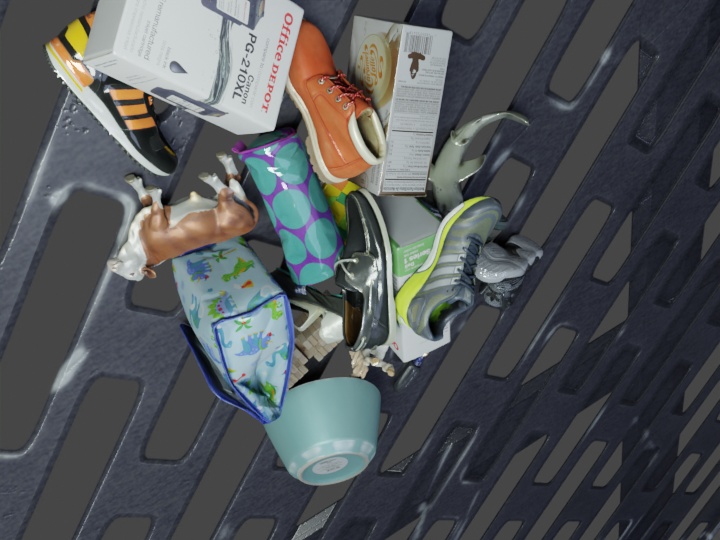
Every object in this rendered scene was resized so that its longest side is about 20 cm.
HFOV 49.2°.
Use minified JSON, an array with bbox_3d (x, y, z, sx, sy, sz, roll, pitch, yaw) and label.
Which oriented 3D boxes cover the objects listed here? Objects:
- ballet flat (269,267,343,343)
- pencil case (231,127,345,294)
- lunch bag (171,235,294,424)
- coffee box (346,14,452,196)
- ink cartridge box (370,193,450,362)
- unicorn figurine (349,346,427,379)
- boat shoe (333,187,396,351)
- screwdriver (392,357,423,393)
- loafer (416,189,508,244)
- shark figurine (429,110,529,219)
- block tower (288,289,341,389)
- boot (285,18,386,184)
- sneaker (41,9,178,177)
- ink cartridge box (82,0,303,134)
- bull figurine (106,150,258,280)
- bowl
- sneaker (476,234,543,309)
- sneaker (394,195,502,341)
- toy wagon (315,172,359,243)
[{"bbox_3d":[-0.053,0.060,1.087,0.069,0.197,0.068,-63,153,-17],"label":"ballet flat"},{"bbox_3d":[-0.085,-0.078,1.006,0.085,0.091,0.203,-49,126,-48],"label":"pencil case"},{"bbox_3d":[-0.164,0.081,1.039,0.125,0.170,0.203,-23,133,-18],"label":"lunch bag"},{"bbox_3d":[0.038,-0.206,0.989,0.078,0.114,0.205,-3,112,-32],"label":"coffee box"},{"bbox_3d":[0.053,0.002,1.092,0.083,0.145,0.203,-22,131,-20],"label":"ink cartridge box"},{"bbox_3d":[0.069,0.097,1.253,0.195,0.138,0.075,-13,117,-1],"label":"unicorn figurine"},{"bbox_3d":[0.000,0.000,0.987,0.066,0.071,0.205,-9,98,-26],"label":"boat shoe"},{"bbox_3d":[0.116,0.128,1.361,0.029,0.028,0.202,27,103,-13],"label":"screwdriver"},{"bbox_3d":[0.149,-0.073,1.215,0.197,0.072,0.064,8,122,-39],"label":"loafer"},{"bbox_3d":[0.153,-0.166,1.164,0.216,0.127,0.090,-56,161,-12],"label":"shark figurine"},{"bbox_3d":[-0.094,0.117,1.192,0.199,0.054,0.058,-42,135,-3],"label":"block tower"},{"bbox_3d":[-0.029,-0.210,0.937,0.074,0.106,0.204,-29,104,-36],"label":"boot"},{"bbox_3d":[-0.248,-0.190,0.862,0.090,0.070,0.201,-39,132,1],"label":"sneaker"},{"bbox_3d":[-0.169,-0.249,0.828,0.198,0.083,0.148,19,82,-42],"label":"ink cartridge box"},{"bbox_3d":[-0.224,-0.064,0.969,0.196,0.065,0.123,-20,130,-17],"label":"bull figurine"},{"bbox_3d":[-0.051,0.265,1.241,0.196,0.107,0.203,-11,145,-8],"label":"bowl"},{"bbox_3d":[0.229,0.015,1.293,0.199,0.075,0.116,-21,140,-53],"label":"sneaker"},{"bbox_3d":[0.122,0.002,0.981,0.073,0.081,0.202,17,109,-41],"label":"sneaker"},{"bbox_3d":[-0.007,-0.073,1.128,0.198,0.040,0.156,28,103,-42],"label":"toy wagon"}]
